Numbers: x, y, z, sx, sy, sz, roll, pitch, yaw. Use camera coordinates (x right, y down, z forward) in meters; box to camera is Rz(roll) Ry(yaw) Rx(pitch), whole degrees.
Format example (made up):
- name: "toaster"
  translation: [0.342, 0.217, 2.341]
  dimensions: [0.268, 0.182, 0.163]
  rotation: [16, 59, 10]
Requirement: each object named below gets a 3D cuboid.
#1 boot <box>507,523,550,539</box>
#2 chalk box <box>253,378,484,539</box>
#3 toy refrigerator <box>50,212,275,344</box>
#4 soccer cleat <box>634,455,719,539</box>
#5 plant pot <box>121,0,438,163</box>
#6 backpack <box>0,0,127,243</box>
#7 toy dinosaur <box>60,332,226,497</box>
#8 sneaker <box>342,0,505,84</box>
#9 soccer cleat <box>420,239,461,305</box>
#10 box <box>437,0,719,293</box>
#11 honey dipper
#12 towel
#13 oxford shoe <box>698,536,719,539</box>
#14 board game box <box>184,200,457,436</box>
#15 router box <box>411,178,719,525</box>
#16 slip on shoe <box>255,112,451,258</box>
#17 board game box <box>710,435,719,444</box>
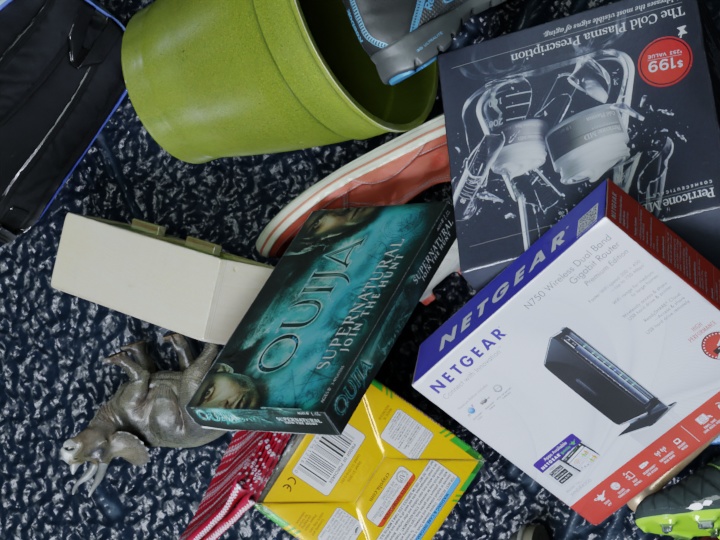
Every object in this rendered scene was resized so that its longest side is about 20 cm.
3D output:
- name: "boot"
  translation: [0.044, 0.273, 1.426]
  dimensions: [0.198, 0.072, 0.184]
  rotation: [5, 87, 27]
- name: "chalk box"
  translation: [-0.011, 0.146, 1.388]
  dimensions: [0.123, 0.200, 0.125]
  rotation: [35, 85, -8]
- name: "toy refrigerator"
  translation: [-0.151, 0.004, 1.460]
  dimensions: [0.199, 0.075, 0.071]
  rotation: [15, 93, 45]
- name: "soccer cleat"
  translation: [0.284, 0.137, 1.298]
  dimensions: [0.198, 0.067, 0.082]
  rotation: [-17, 61, 20]
- name: "plant pot"
  translation: [-0.073, -0.171, 1.432]
  dimensions: [0.192, 0.200, 0.202]
  rotation: [-20, 81, 31]
- name: "backpack"
  translation: [-0.297, -0.158, 1.508]
  dimensions: [0.200, 0.183, 0.147]
  rotation: [-50, 52, 2]
- name: "toy dinosaur"
  translation: [-0.147, 0.104, 1.505]
  dimensions: [0.198, 0.077, 0.103]
  rotation: [-15, 96, -1]
- name: "sneaker"
  translation: [0.071, -0.223, 1.379]
  dimensions: [0.082, 0.200, 0.073]
  rotation: [54, 150, -9]
- name: "soccer cleat"
  translation: [0.000, 0.000, 1.430]
  dimensions: [0.199, 0.070, 0.078]
  rotation: [-28, 117, 24]
- name: "box"
  translation: [0.170, -0.082, 1.341]
  dimensions: [0.198, 0.104, 0.184]
  rotation: [-15, 63, 19]
- name: "honey dipper"
  translation: [0.261, 0.100, 1.319]
  dimensions: [0.200, 0.038, 0.038]
  rotation: [-46, 74, 17]
- name: "towel"
  translation: [-0.074, 0.116, 1.363]
  dimensions: [0.022, 0.201, 0.145]
  rotation: [34, 140, -8]
- name: "oxford shoe"
  translation: [0.284, 0.216, 1.346]
  dimensions: [0.199, 0.071, 0.075]
  rotation: [-30, 111, 11]
- name: "board game box"
  translation: [-0.025, 0.032, 1.321]
  dimensions: [0.134, 0.028, 0.201]
  rotation: [-2, 43, 40]
- name: "router box"
  translation: [0.165, 0.061, 1.286]
  dimensions: [0.179, 0.049, 0.200]
  rotation: [37, 123, -16]
- name: "slip on shoe"
  translation: [0.005, -0.055, 1.450]
  dimensions: [0.199, 0.074, 0.062]
  rotation: [-28, 92, 16]
- name: "board game box"
  translation: [0.227, 0.053, 1.373]
  dimensions: [0.198, 0.045, 0.154]
  rotation: [-6, 86, 21]
